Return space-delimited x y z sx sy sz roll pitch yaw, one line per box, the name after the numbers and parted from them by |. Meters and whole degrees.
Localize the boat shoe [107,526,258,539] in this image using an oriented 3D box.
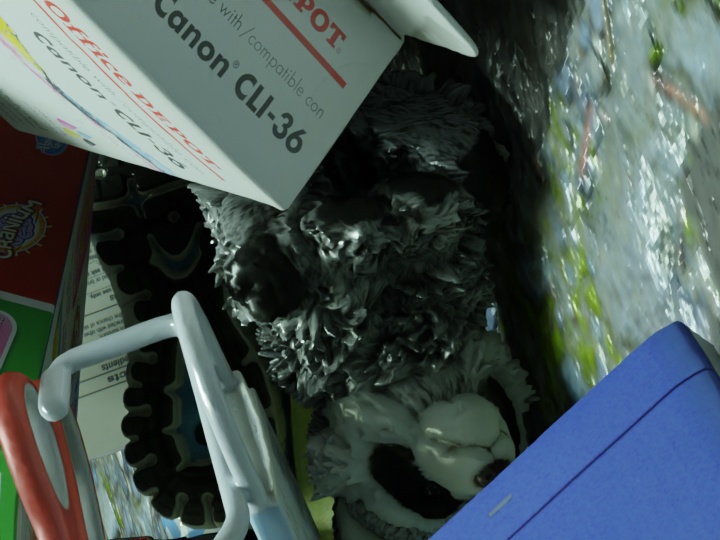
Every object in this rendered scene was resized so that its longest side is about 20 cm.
-0.080 0.143 1.146 0.201 0.063 0.074 -12 81 54 | boat shoe

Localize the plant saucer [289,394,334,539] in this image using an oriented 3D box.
0.021 0.111 1.016 0.200 0.031 0.201 166 90 -76 | plant saucer

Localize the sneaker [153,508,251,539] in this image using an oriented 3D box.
-0.034 0.139 1.194 0.072 0.072 0.201 -32 67 45 | sneaker

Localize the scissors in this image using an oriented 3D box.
-0.078 0.120 0.860 0.073 0.014 0.201 62 -170 -69 | scissors

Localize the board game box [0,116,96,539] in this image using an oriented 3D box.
-0.129 0.058 1.018 0.201 0.040 0.154 -86 3 -55 | board game box

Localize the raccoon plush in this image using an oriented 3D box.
0.000 0.000 0.907 0.200 0.096 0.135 -110 6 -54 | raccoon plush

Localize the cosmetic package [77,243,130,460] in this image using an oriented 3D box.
-0.136 -0.024 1.175 0.071 0.105 0.201 -103 -6 -70 | cosmetic package

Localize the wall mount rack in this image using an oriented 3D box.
-0.043 0.113 0.846 0.174 0.074 0.201 -107 -5 -53 | wall mount rack

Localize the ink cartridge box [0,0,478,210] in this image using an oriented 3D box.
-0.070 -0.085 0.820 0.116 0.068 0.199 44 164 -34 | ink cartridge box

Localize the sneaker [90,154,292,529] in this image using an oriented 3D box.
-0.063 0.003 1.129 0.090 0.078 0.202 34 -127 -76 | sneaker

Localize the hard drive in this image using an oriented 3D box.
0.074 0.123 0.673 0.025 0.132 0.200 33 -160 -42 | hard drive
